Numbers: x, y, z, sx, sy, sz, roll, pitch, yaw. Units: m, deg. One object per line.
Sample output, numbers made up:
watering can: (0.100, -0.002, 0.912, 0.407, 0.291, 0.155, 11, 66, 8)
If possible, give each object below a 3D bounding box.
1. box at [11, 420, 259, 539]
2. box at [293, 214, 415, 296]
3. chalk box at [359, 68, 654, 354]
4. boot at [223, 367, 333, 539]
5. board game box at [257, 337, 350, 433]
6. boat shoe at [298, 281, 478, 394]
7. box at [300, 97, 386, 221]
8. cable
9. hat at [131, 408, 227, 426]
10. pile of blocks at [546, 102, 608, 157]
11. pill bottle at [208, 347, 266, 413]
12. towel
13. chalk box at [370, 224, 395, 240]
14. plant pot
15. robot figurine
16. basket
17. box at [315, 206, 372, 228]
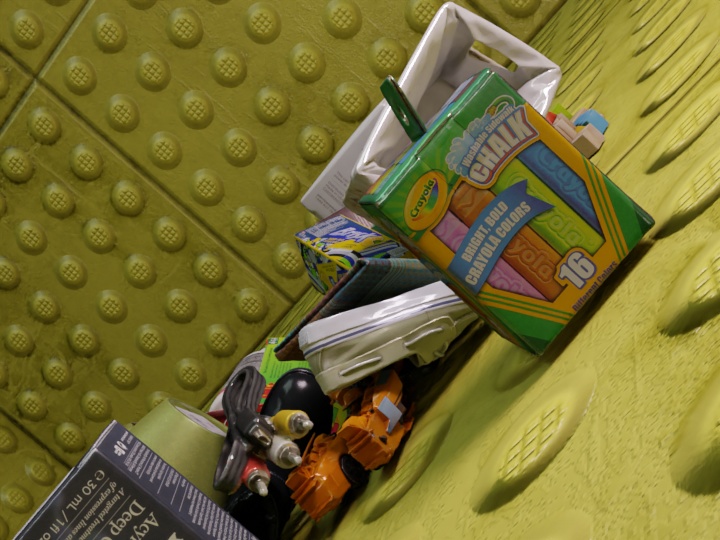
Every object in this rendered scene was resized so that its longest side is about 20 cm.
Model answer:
box: (-0.153, 0.233, 0.817, 0.149, 0.200, 0.107, -50, 6, -1)
box: (0.000, 0.000, 1.204, 0.064, 0.071, 0.200, -26, 21, -15)
chalk box: (0.082, -0.056, 0.819, 0.124, 0.200, 0.125, -49, 5, 0)
boot: (-0.085, 0.195, 1.049, 0.162, 0.073, 0.200, -40, -29, -84)
board game box: (-0.061, 0.128, 1.266, 0.200, 0.101, 0.048, -86, -7, -74)
boat shoe: (0.046, 0.052, 0.988, 0.198, 0.063, 0.072, -17, -8, -11)
box: (0.064, -0.123, 1.589, 0.200, 0.199, 0.171, -46, 5, 29)
cable: (-0.096, 0.146, 1.021, 0.097, 0.050, 0.200, -53, 15, -3)
hat: (-0.126, 0.150, 1.338, 0.200, 0.176, 0.166, -51, 6, -22)
pile of blocks: (0.221, -0.159, 1.260, 0.082, 0.062, 0.200, -49, 5, 1)
pill bottle: (-0.141, 0.181, 1.642, 0.111, 0.111, 0.200, -47, 5, 20)
towel: (0.030, 0.036, 1.057, 0.199, 0.022, 0.147, 3, -41, -47)
chalk box: (0.098, -0.061, 1.259, 0.200, 0.124, 0.125, -48, 4, 21)
plant pot: (-0.201, 0.235, 1.128, 0.201, 0.186, 0.187, -59, 5, -1)
robot figurine: (0.003, 0.131, 1.023, 0.145, 0.058, 0.200, -45, 6, 23)
basket: (0.080, -0.123, 1.089, 0.201, 0.135, 0.123, -62, 5, -17)
box: (0.053, -0.058, 1.401, 0.199, 0.075, 0.100, -31, -26, -6)
